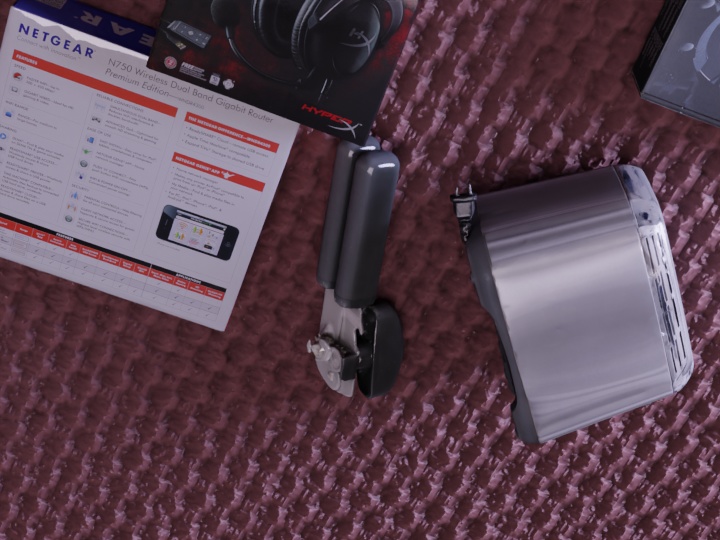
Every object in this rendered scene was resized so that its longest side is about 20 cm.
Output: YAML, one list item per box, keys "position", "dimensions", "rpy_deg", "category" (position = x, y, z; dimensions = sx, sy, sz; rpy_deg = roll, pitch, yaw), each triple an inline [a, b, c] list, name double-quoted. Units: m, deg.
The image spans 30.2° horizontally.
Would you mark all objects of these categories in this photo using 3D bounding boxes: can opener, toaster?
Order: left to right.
- position: [0.000, 0.000, 0.944]
  dimensions: [0.066, 0.053, 0.201]
  rpy_deg: [-14, 125, -29]
  category: "can opener"
- position: [0.145, 0.013, 0.902]
  dimensions: [0.128, 0.114, 0.201]
  rpy_deg: [-15, 115, 7]
  category: "toaster"

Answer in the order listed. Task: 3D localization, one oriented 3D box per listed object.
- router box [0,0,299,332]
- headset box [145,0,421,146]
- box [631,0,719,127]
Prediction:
- position: [-0.156, -0.071, 0.905]
  dimensions: [0.199, 0.049, 0.180]
  rpy_deg: [20, 117, -8]
  category: "router box"
- position: [-0.029, -0.199, 0.815]
  dimensions: [0.148, 0.077, 0.201]
  rpy_deg: [20, 119, -8]
  category: "headset box"
- position: [0.284, -0.176, 0.829]
  dimensions: [0.159, 0.044, 0.201]
  rpy_deg: [19, 118, -8]
  category: "box"
